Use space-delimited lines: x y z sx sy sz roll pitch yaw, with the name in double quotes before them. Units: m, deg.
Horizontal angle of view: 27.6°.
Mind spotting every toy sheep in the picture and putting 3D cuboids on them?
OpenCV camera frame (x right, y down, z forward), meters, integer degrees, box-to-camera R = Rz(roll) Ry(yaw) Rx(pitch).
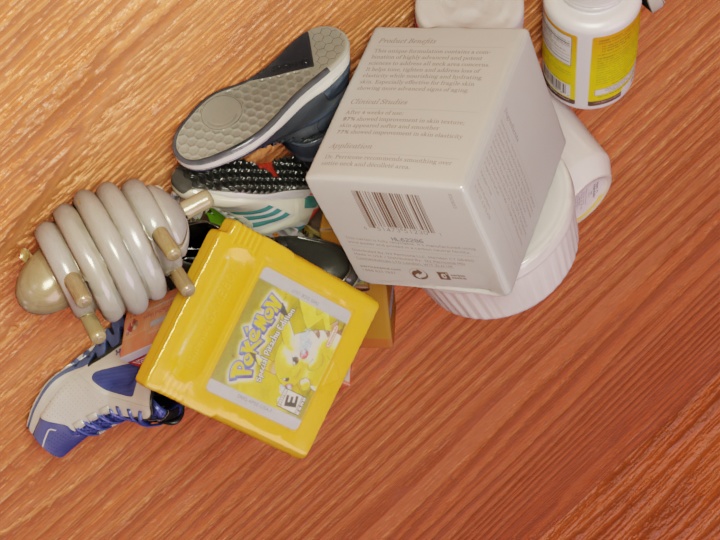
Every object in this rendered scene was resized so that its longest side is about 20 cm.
"toy sheep" -0.221 -0.018 1.335 0.200 0.138 0.138 -25 151 -15

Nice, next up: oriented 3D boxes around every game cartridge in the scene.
"game cartridge" -0.094 0.067 1.402 0.200 0.032 0.177 30 83 -36

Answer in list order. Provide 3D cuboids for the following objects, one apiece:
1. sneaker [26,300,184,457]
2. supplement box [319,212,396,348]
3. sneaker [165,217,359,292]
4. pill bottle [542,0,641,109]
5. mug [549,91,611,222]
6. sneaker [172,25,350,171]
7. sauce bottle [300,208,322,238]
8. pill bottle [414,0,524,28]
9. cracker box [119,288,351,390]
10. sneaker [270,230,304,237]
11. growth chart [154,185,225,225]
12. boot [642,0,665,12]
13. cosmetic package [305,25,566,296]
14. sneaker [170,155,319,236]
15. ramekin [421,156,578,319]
"sneaker" -0.254 0.136 1.544 0.199 0.115 0.081 -47 153 8
"supplement box" 0.000 0.000 1.584 0.066 0.069 0.200 2 141 7
"sneaker" -0.098 -0.006 1.443 0.199 0.075 0.106 -3 160 -2
"pill bottle" 0.259 -0.278 1.647 0.109 0.109 0.200 -36 154 -13
"mug" 0.232 -0.134 1.781 0.186 0.153 0.150 -7 136 -52
"sneaker" -0.084 -0.128 1.424 0.202 0.077 0.146 -36 151 -17
"sauce bottle" -0.042 -0.049 1.627 0.065 0.065 0.200 -26 147 -31
"pill bottle" 0.111 -0.214 1.532 0.111 0.111 0.200 -34 153 -17
"cracker box" -0.124 0.079 1.490 0.200 0.058 0.134 25 147 -37
"sneaker" -0.132 0.028 1.615 0.200 0.078 0.077 -43 168 9
"growth chart" -0.180 -0.035 1.497 0.145 0.018 0.200 -55 153 16
"boot" 0.345 -0.387 1.653 0.144 0.072 0.200 -45 151 0
"cosmetic package" 0.078 -0.108 1.410 0.200 0.167 0.167 -66 146 -29
"sneaker" -0.115 -0.063 1.464 0.199 0.070 0.094 -5 131 -49
"ramekin" 0.133 -0.040 1.516 0.202 0.202 0.094 -39 137 -7
